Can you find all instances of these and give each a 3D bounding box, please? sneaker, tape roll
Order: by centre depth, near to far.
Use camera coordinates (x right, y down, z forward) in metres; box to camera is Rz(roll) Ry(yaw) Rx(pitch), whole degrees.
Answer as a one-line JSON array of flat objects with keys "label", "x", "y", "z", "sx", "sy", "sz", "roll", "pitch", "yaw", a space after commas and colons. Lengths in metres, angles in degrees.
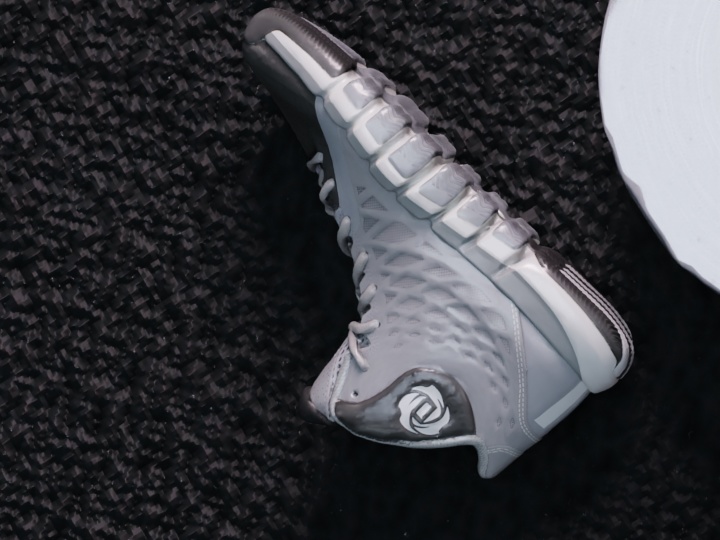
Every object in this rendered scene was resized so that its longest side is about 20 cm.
[{"label": "tape roll", "x": 0.191, "y": -0.073, "z": 1.107, "sx": 0.200, "sy": 0.066, "sz": 0.201, "roll": -1, "pitch": 87, "yaw": 12}, {"label": "sneaker", "x": 0.000, "y": 0.000, "z": 1.145, "sx": 0.200, "sy": 0.075, "sz": 0.116, "roll": 46, "pitch": 100, "yaw": 10}]
